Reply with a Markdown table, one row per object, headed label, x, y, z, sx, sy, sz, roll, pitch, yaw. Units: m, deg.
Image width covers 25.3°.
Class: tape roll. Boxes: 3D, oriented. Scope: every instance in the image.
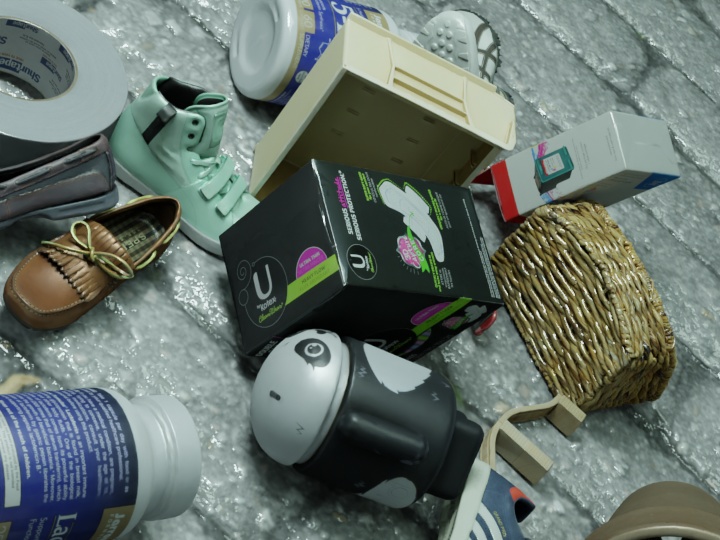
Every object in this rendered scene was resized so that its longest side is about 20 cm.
| label | x | y | z | sx | sy | sz | roll | pitch | yaw |
| --- | --- | --- | --- | --- | --- | --- | --- | --- | --- |
| tape roll | -0.309 | -0.164 | 1.411 | 0.199 | 0.066 | 0.201 | 18 | 43 | -17 |

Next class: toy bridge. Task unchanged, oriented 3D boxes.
| label | x | y | z | sx | sy | sz | roll | pitch | yaw |
| --- | --- | --- | --- | --- | --- | --- | --- | --- | --- |
| toy bridge | 0.150 | 0.172 | 1.522 | 0.067 | 0.027 | 0.200 | 42 | 39 | 5 |

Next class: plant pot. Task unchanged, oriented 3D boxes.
| label | x | y | z | sx | sy | sz | roll | pitch | yaw |
| --- | --- | --- | --- | --- | --- | --- | --- | --- | --- |
| plant pot | 0.280 | 0.277 | 1.428 | 0.200 | 0.201 | 0.175 | 39 | 22 | -3 |

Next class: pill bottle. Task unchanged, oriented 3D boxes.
| label | x | y | z | sx | sy | sz | roll | pitch | yaw |
| --- | --- | --- | --- | --- | --- | --- | --- | --- | --- |
| pill bottle | -0.223 | 0.145 | 1.172 | 0.199 | 0.116 | 0.116 | -2 | 56 | -40 |
| pill bottle | -0.025 | -0.222 | 1.669 | 0.199 | 0.120 | 0.120 | 8 | 49 | -34 |

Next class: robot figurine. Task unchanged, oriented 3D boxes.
| label | x | y | z | sx | sy | sz | roll | pitch | yaw |
| --- | --- | --- | --- | --- | --- | --- | --- | --- | --- |
| robot figurine | 0.004 | 0.125 | 1.366 | 0.199 | 0.150 | 0.126 | 23 | 54 | -18 |

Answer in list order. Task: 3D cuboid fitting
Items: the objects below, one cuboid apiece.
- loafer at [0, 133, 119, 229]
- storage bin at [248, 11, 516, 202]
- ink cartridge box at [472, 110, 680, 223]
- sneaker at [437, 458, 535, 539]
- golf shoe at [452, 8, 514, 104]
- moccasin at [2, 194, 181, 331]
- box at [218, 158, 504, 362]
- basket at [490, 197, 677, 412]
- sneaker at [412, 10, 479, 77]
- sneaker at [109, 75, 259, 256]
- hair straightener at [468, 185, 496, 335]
| label | x | y | z | sx | sy | sz | roll | pitch | yaw |
| --- | --- | --- | --- | --- | --- | --- | --- | --- | --- |
| loafer | -0.296 | -0.071 | 1.317 | 0.199 | 0.064 | 0.072 | -12 | 26 | -27 |
| storage bin | 0.019 | -0.112 | 1.542 | 0.197 | 0.200 | 0.094 | 24 | 40 | -20 |
| ink cartridge box | 0.223 | -0.099 | 1.705 | 0.116 | 0.199 | 0.068 | 1 | 70 | -49 |
| sneaker | 0.102 | 0.252 | 1.363 | 0.084 | 0.075 | 0.201 | 30 | 46 | -4 |
| golf shoe | 0.112 | -0.228 | 1.821 | 0.094 | 0.078 | 0.201 | 11 | 47 | -31 |
| moccasin | -0.220 | -0.011 | 1.347 | 0.074 | 0.078 | 0.201 | 52 | 40 | 8 |
| box | 0.000 | 0.000 | 1.439 | 0.199 | 0.148 | 0.125 | 9 | 57 | -42 |
| basket | 0.253 | 0.028 | 1.648 | 0.148 | 0.143 | 0.201 | -3 | 57 | -40 |
| sneaker | 0.096 | -0.181 | 1.671 | 0.076 | 0.201 | 0.080 | 24 | 39 | 29 |
| sneaker | -0.132 | -0.093 | 1.464 | 0.200 | 0.118 | 0.074 | 34 | 38 | -11 |
| hair straightener | 0.100 | -0.025 | 1.648 | 0.077 | 0.041 | 0.201 | 28 | 41 | -23 |
